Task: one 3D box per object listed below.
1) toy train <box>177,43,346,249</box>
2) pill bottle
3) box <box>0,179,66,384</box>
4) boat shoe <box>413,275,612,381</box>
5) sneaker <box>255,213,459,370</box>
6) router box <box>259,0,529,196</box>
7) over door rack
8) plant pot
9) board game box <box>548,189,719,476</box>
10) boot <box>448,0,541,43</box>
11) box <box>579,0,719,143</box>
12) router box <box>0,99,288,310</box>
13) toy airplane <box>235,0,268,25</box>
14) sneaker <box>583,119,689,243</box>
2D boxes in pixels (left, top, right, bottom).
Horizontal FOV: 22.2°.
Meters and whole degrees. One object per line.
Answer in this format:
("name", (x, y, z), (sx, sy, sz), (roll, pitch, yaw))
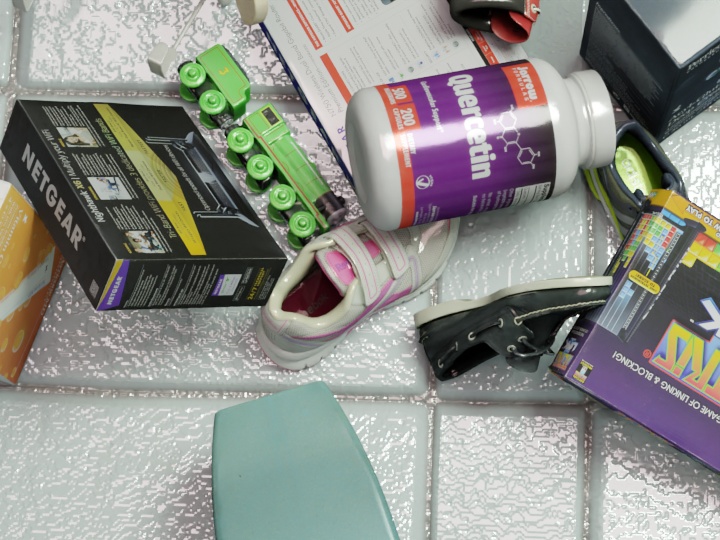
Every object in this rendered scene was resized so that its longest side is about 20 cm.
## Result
("toy train", (-0.082, -0.104, 1.531), (0.056, 0.042, 0.200), (-33, 77, -16))
("pill bottle", (0.093, -0.102, 1.437), (0.198, 0.113, 0.113), (-12, 76, -9))
("box", (-0.313, 0.000, 1.435), (0.097, 0.200, 0.125), (19, 79, 8))
("boat shoe", (0.119, 0.048, 1.422), (0.199, 0.074, 0.067), (-15, 78, 43))
("sneaker", (0.000, 0.000, 1.475), (0.200, 0.088, 0.081), (-41, 78, -7))
("router box", (0.031, -0.184, 1.538), (0.179, 0.049, 0.201), (-28, 77, -4))
("over door rack", (-0.185, -0.256, 1.550), (0.147, 0.067, 0.201), (25, 59, 8))
("plant pot", (-0.041, 0.199, 1.407), (0.140, 0.142, 0.201), (-16, 69, -1))
("board game box", (0.271, 0.058, 1.421), (0.199, 0.057, 0.166), (31, 87, -10))
("boot", (0.158, -0.253, 1.514), (0.198, 0.072, 0.145), (-6, 67, -16))
("box", (0.266, -0.207, 1.452), (0.148, 0.200, 0.107), (-36, 77, -5))
("router box", (-0.171, -0.053, 1.436), (0.156, 0.052, 0.200), (0, 41, -38))
("toy airplane", (-0.117, -0.324, 1.451), (0.199, 0.201, 0.141), (40, 38, 21))
("sneaker", (0.240, -0.033, 1.472), (0.074, 0.081, 0.201), (-30, 79, -4))
